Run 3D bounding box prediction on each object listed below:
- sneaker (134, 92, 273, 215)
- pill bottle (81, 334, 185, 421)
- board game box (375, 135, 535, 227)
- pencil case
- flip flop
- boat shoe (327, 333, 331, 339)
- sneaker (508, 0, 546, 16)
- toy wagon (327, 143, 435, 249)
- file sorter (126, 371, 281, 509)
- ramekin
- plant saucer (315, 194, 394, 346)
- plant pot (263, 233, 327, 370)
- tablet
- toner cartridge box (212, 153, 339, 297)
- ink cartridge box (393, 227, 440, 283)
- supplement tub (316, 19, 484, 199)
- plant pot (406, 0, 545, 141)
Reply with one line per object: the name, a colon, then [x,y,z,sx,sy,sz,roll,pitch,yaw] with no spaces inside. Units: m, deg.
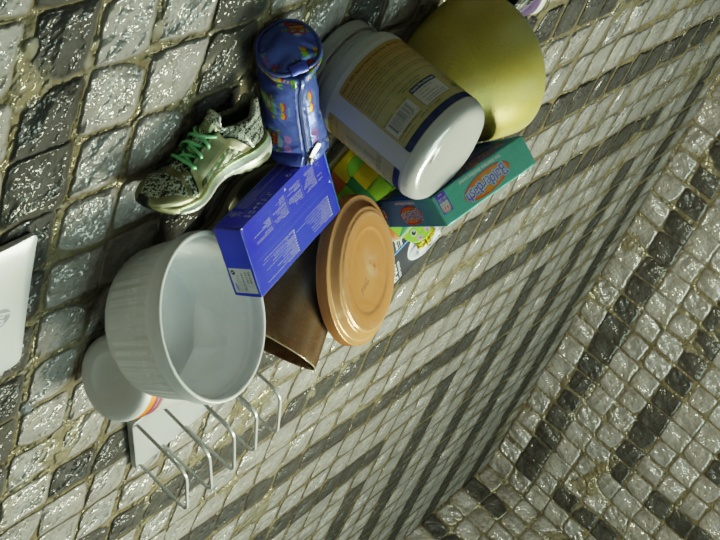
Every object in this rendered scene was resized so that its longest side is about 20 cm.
sneaker: [-0.178,-0.137,1.358,0.200,0.076,0.089,-42,147,-38]
pill bottle: [-0.254,0.121,1.567,0.110,0.109,0.199,-58,160,22]
board game box: [0.122,-0.115,1.623,0.151,0.045,0.200,-35,-168,-15]
pencil case: [-0.078,-0.198,1.421,0.077,0.087,0.201,-27,153,-14]
flip flop: [-0.156,-0.059,1.539,0.201,0.057,0.081,-50,161,-3]
boat shoe: [-0.073,0.075,1.949,0.065,0.074,0.202,-61,163,12]
sneaker: [0.244,-0.436,1.729,0.087,0.076,0.201,-27,150,-36]
toy wagon: [0.039,-0.105,1.726,0.156,0.200,0.040,-48,-159,-3]
file sorter: [-0.228,0.232,1.803,0.199,0.124,0.140,-39,157,-28]
ramekin: [-0.210,0.058,1.442,0.199,0.104,0.203,14,73,-57]
plant saucer: [0.000,0.000,1.629,0.200,0.032,0.204,-7,98,-62]
plant pot: [-0.099,0.000,1.633,0.202,0.185,0.187,-64,163,-10]
tablet: [-0.399,0.056,1.278,0.130,0.014,0.201,-32,154,-43]
toner cartridge box: [-0.098,-0.063,1.485,0.200,0.043,0.096,-50,135,-45]
ink cartridge box: [0.053,-0.038,2.061,0.200,0.043,0.198,-46,160,-10]
supplement tub: [0.038,-0.200,1.498,0.144,0.200,0.145,-42,161,-19]
plant pot: [0.122,-0.251,1.606,0.141,0.200,0.201,-29,152,-37]
